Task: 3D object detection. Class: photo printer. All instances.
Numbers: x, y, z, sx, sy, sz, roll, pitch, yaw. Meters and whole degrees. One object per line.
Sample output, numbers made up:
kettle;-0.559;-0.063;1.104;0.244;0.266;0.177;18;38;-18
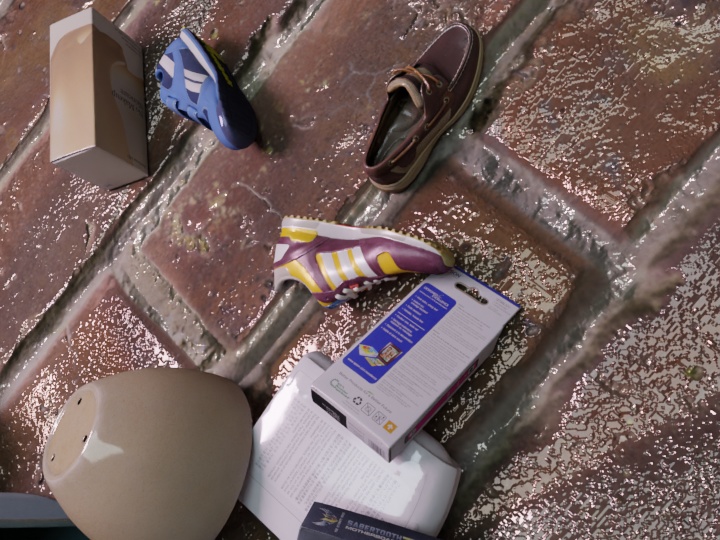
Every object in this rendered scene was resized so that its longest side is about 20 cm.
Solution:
photo printer;-0.015;0.198;0.669;0.200;0.069;0.166;33;90;26

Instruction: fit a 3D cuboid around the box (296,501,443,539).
box;0.008;0.313;0.587;0.158;0.051;0.200;13;99;8

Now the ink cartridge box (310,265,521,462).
ink cartridge box;0.056;0.078;0.663;0.095;0.037;0.200;34;60;27

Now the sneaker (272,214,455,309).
sneaker;0.000;0.000;0.722;0.200;0.075;0.090;10;88;31

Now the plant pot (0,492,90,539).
plant pot;-0.434;0.328;0.751;0.200;0.196;0.197;10;80;35

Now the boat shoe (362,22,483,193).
boat shoe;0.062;-0.180;0.739;0.072;0.072;0.200;32;90;27

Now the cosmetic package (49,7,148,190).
cosmetic package;-0.333;-0.216;0.898;0.071;0.105;0.200;-15;72;18

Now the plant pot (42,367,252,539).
plant pot;-0.222;0.176;0.685;0.200;0.134;0.200;-29;45;33

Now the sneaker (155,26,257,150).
sneaker;-0.190;-0.207;0.855;0.082;0.074;0.200;-38;58;11
